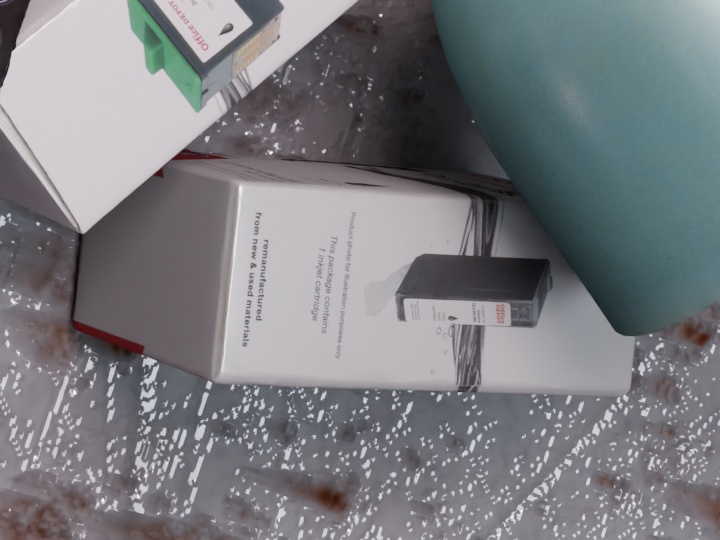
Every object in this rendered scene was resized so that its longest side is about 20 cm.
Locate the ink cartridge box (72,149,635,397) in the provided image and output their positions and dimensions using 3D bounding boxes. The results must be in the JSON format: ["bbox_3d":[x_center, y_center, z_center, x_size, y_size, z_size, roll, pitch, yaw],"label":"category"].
[{"bbox_3d":[0.000,0.000,1.261,0.199,0.144,0.084,4,96,-30],"label":"ink cartridge box"}]

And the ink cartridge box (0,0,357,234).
[{"bbox_3d":[-0.090,-0.117,1.193,0.200,0.146,0.084,-41,120,-16],"label":"ink cartridge box"}]

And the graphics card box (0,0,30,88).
[{"bbox_3d":[-0.212,-0.121,1.045,0.199,0.051,0.126,26,54,-16],"label":"graphics card box"}]

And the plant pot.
[{"bbox_3d":[0.121,-0.101,1.150,0.201,0.200,0.161,-45,99,-15],"label":"plant pot"}]
